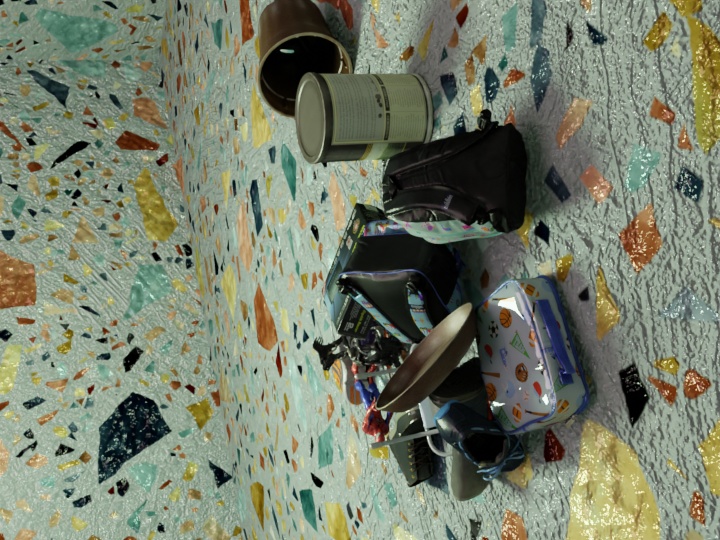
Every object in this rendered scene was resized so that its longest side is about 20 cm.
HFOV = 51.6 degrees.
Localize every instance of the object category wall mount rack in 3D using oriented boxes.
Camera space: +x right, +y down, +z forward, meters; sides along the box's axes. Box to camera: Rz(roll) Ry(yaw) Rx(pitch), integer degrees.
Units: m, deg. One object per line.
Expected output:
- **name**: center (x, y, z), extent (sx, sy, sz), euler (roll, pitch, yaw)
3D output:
- **wall mount rack**: center (0.092, 0.214, 1.237), extent (0.074, 0.171, 0.203), euler (22, -127, -67)

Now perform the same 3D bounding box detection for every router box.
- **router box**: center (0.000, 0.000, 1.353), extent (0.150, 0.061, 0.202), euler (-119, 46, -58)

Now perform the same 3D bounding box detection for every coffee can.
- **coffee can**: center (0.004, -0.260, 1.266), extent (0.146, 0.197, 0.149), euler (174, 90, -67)

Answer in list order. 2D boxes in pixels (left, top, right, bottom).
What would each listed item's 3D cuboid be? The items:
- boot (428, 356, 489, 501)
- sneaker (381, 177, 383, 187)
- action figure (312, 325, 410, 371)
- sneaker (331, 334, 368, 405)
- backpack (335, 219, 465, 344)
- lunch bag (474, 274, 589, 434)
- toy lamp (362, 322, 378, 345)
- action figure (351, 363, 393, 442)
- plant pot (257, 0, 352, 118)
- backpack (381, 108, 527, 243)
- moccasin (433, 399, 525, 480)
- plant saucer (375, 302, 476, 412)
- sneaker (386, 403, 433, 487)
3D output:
- **boot**: center (0.151, 0.246, 1.109), extent (0.072, 0.181, 0.203), euler (20, 109, 36)
- **sneaker**: center (0.071, -0.163, 1.257), extent (0.200, 0.069, 0.077), euler (120, 161, -75)
- **action figure**: center (0.009, 0.140, 1.437), extent (0.119, 0.197, 0.103), euler (48, -140, -51)
- **sneaker**: center (-0.029, 0.181, 1.608), extent (0.112, 0.076, 0.204), euler (-157, 68, -69)
- **backpack**: center (0.087, 0.029, 1.198), extent (0.181, 0.200, 0.136), euler (-3, 50, 38)
- **lunch bag**: center (0.227, 0.116, 0.998), extent (0.160, 0.074, 0.203), euler (131, 130, -57)
- **toy lamp**: center (0.009, 0.055, 1.518), extent (0.058, 0.057, 0.204), euler (-157, 65, -64)
- **action figure**: center (0.031, 0.244, 1.461), extent (0.202, 0.064, 0.100), euler (-102, 30, -47)
- **plant pot**: center (-0.132, -0.464, 1.570), extent (0.202, 0.197, 0.200), euler (109, 153, -45)
- **backpack**: center (0.128, -0.109, 1.033), extent (0.198, 0.126, 0.169), euler (-8, 62, 34)
- **moccasin**: center (0.171, 0.248, 1.029), extent (0.081, 0.199, 0.068), euler (-54, 40, 8)
- **plant saucer**: center (0.099, 0.130, 1.052), extent (0.034, 0.200, 0.200), euler (43, 152, -1)
- **sneaker**: center (0.108, 0.311, 1.339), extent (0.201, 0.074, 0.107), euler (103, 147, -56)
